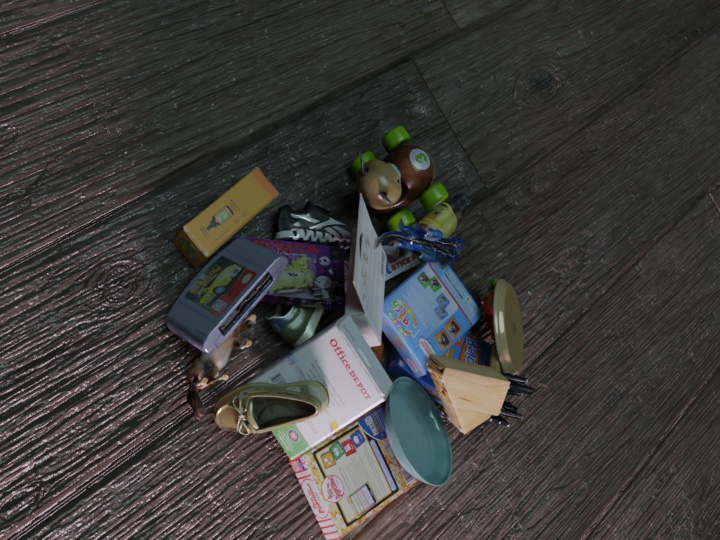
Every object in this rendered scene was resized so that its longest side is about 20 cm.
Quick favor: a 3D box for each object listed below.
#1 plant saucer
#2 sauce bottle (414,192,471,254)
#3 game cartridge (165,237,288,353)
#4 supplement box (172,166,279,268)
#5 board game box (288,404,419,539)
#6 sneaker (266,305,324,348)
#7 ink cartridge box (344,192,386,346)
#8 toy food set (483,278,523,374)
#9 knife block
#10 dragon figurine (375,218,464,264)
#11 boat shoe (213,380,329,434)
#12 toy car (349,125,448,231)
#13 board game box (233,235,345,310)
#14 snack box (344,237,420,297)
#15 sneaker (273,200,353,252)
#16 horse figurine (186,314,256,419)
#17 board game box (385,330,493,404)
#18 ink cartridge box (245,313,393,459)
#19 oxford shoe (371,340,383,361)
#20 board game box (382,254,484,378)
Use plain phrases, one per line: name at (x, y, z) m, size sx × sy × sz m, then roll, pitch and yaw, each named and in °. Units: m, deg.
plant saucer at (0.096, 0.291, 1.689) m, size 0.200 × 0.036 × 0.203 m, roll 44°, pitch 31°, yaw -35°
sauce bottle at (0.163, -0.099, 1.897) m, size 0.067 × 0.066 × 0.200 m, roll 53°, pitch 39°, yaw -5°
game cartridge at (-0.222, 0.034, 1.537) m, size 0.201 × 0.132 × 0.041 m, roll -50°, pitch 131°, yaw -20°
supplement box at (-0.231, -0.093, 1.631) m, size 0.067 × 0.069 × 0.200 m, roll 50°, pitch 51°, yaw -6°
board game box at (-0.008, 0.344, 1.627) m, size 0.198 × 0.046 × 0.154 m, roll -24°, pitch 87°, yaw -38°
sneaker at (-0.103, 0.033, 1.667) m, size 0.089 × 0.067 × 0.203 m, roll 34°, pitch 59°, yaw -24°
ink cartridge box at (0.000, 0.000, 1.643) m, size 0.178 × 0.044 × 0.203 m, roll 66°, pitch 22°, yaw -46°
toy food set at (0.280, 0.117, 1.853) m, size 0.198 × 0.048 × 0.204 m, roll -47°, pitch 127°, yaw -63°
knife block at (0.229, 0.205, 1.733) m, size 0.174 × 0.064 × 0.203 m, roll -31°, pitch 118°, yaw -14°
dragon figurine at (0.115, -0.052, 1.738) m, size 0.198 × 0.098 × 0.060 m, roll 6°, pitch 102°, yaw -55°
boat shoe at (-0.148, 0.220, 1.494) m, size 0.063 × 0.196 × 0.075 m, roll -42°, pitch 123°, yaw -71°
toy car at (0.052, -0.171, 1.753) m, size 0.166 × 0.157 × 0.200 m, roll 56°, pitch 15°, yaw 9°
board game box at (-0.125, 0.004, 1.632) m, size 0.195 × 0.033 × 0.122 m, roll 5°, pitch 48°, yaw -11°
snack box at (0.029, -0.011, 1.802) m, size 0.198 × 0.024 × 0.073 m, roll -25°, pitch 88°, yaw -39°
sneaker at (-0.071, -0.084, 1.736) m, size 0.196 × 0.066 × 0.093 m, roll 3°, pitch 73°, yaw -31°
horse figurine at (-0.227, 0.142, 1.522) m, size 0.050 × 0.132 × 0.202 m, roll 41°, pitch 67°, yaw -17°
board game box at (0.154, 0.167, 1.807) m, size 0.198 × 0.045 × 0.154 m, roll 32°, pitch 57°, yaw -21°
ink cartridge box at (-0.066, 0.188, 1.547) m, size 0.147 × 0.198 × 0.087 m, roll 55°, pitch 18°, yaw -2°
oxford shoe at (-0.004, 0.188, 1.677) m, size 0.071 × 0.071 × 0.201 m, roll 42°, pitch 53°, yaw -11°
board game box at (0.127, 0.080, 1.771) m, size 0.199 × 0.036 × 0.152 m, roll -39°, pitch 93°, yaw -38°
